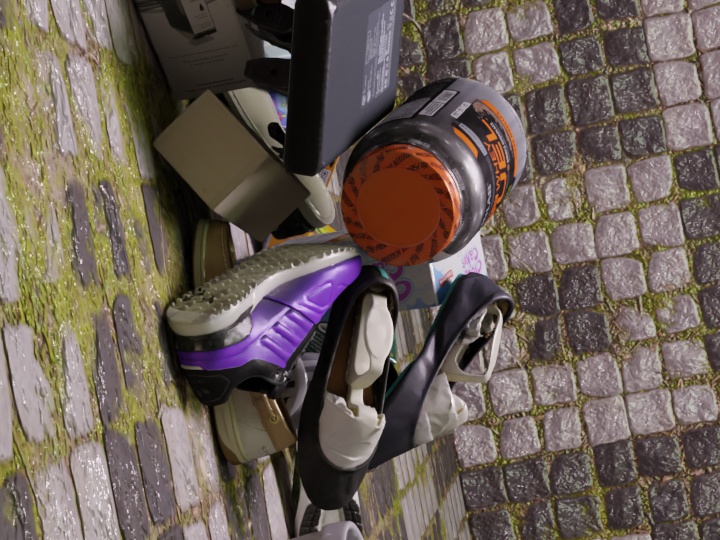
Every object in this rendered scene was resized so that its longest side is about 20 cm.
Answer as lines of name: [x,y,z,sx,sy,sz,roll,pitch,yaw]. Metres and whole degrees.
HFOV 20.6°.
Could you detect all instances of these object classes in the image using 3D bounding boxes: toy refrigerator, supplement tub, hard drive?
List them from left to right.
toy refrigerator: [-0.105,-0.081,1.626,0.076,0.070,0.200,47,2,9]
hard drive: [-0.010,-0.169,1.579,0.200,0.033,0.141,-46,144,-64]
supplement tub: [0.059,-0.080,1.647,0.200,0.122,0.123,-47,127,-63]

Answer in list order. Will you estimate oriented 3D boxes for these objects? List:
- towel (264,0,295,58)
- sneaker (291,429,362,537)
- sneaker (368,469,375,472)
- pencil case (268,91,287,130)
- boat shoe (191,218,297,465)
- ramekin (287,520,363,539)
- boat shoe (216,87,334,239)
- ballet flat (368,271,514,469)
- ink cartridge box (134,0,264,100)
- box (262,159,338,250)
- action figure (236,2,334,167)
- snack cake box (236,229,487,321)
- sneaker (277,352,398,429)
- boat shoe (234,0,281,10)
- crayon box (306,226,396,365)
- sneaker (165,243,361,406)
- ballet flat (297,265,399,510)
towel: [-0.073,-0.237,1.841,0.199,0.048,0.172,4,47,-54]
sneaker: [-0.037,0.171,1.843,0.089,0.076,0.202,-141,-124,-67]
sneaker: [-0.025,0.169,1.989,0.200,0.080,0.075,51,45,-63]
pencil case: [-0.094,-0.177,1.900,0.087,0.078,0.201,31,38,-33]
boat shoe: [-0.092,0.053,1.599,0.074,0.066,0.202,33,47,-81]
ramekin: [-0.040,0.296,1.485,0.200,0.104,0.202,-12,90,-84]
boat shoe: [-0.102,-0.114,1.777,0.200,0.066,0.075,55,27,-13]
ballet flat: [0.071,0.090,1.671,0.201,0.073,0.073,-58,153,-22]
ink cartridge box: [-0.142,-0.263,1.620,0.201,0.082,0.148,71,11,-50]
box: [-0.057,-0.099,1.935,0.119,0.041,0.201,-96,-154,-57]
action figure: [-0.043,-0.161,1.651,0.200,0.069,0.131,40,56,-69]
snack cake box: [0.000,0.000,1.787,0.115,0.199,0.068,-23,103,-61]
sneaker: [-0.027,0.107,1.713,0.200,0.114,0.076,137,-52,-79]
boat shoe: [-0.075,-0.298,1.586,0.072,0.067,0.201,62,19,-64]
crayon box: [-0.027,0.020,2.009,0.125,0.052,0.201,34,26,-20]
sneaker: [-0.070,0.045,1.537,0.200,0.069,0.100,-28,113,-44]
ballet flat: [-0.008,0.094,1.586,0.068,0.067,0.202,179,-80,-69]
